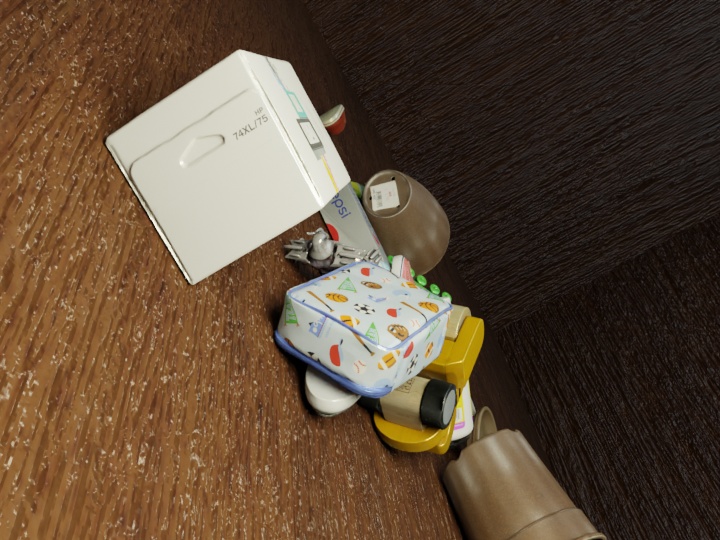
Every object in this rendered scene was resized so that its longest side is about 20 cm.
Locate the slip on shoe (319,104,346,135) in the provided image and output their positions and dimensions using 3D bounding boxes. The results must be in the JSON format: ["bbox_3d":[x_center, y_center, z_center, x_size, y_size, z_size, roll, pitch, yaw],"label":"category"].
[{"bbox_3d":[-0.064,-0.367,1.736,0.062,0.073,0.200,62,6,-11],"label":"slip on shoe"}]

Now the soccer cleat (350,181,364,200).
[{"bbox_3d":[-0.027,-0.146,1.444,0.083,0.066,0.200,33,14,6],"label":"soccer cleat"}]

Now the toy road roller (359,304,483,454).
[{"bbox_3d":[0.087,0.152,0.953,0.202,0.120,0.148,-59,148,-38],"label":"toy road roller"}]

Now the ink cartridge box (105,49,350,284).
[{"bbox_3d":[-0.113,-0.105,0.681,0.148,0.145,0.200,60,12,-9],"label":"ink cartridge box"}]

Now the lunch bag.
[{"bbox_3d":[0.006,0.055,0.784,0.158,0.077,0.199,24,21,23],"label":"lunch bag"}]

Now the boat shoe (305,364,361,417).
[{"bbox_3d":[-0.020,0.117,0.802,0.200,0.067,0.058,-63,163,-69],"label":"boat shoe"}]

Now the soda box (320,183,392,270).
[{"bbox_3d":[-0.017,-0.073,1.246,0.203,0.067,0.063,64,9,8],"label":"soda box"}]

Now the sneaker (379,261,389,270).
[{"bbox_3d":[0.000,0.000,1.114,0.075,0.081,0.200,65,12,22],"label":"sneaker"}]

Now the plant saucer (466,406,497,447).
[{"bbox_3d":[0.230,0.356,1.304,0.199,0.029,0.206,-8,90,-68],"label":"plant saucer"}]

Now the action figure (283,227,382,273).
[{"bbox_3d":[-0.026,-0.005,0.949,0.128,0.070,0.201,20,-18,28],"label":"action figure"}]

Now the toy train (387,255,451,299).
[{"bbox_3d":[0.089,0.027,1.311,0.198,0.042,0.057,34,39,-12],"label":"toy train"}]

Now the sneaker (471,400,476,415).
[{"bbox_3d":[0.162,0.219,1.374,0.203,0.072,0.115,60,7,-18],"label":"sneaker"}]

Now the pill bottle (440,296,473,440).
[{"bbox_3d":[0.110,0.146,1.060,0.104,0.102,0.206,-7,91,-78],"label":"pill bottle"}]

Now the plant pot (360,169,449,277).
[{"bbox_3d":[0.069,-0.105,1.353,0.190,0.184,0.200,66,6,23],"label":"plant pot"}]

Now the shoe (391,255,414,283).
[{"bbox_3d":[0.103,0.072,1.222,0.071,0.089,0.205,45,41,-72],"label":"shoe"}]

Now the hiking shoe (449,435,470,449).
[{"bbox_3d":[0.125,0.230,1.206,0.102,0.075,0.201,60,-2,41],"label":"hiking shoe"}]

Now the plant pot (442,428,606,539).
[{"bbox_3d":[0.231,0.366,1.067,0.200,0.198,0.200,60,8,35],"label":"plant pot"}]
